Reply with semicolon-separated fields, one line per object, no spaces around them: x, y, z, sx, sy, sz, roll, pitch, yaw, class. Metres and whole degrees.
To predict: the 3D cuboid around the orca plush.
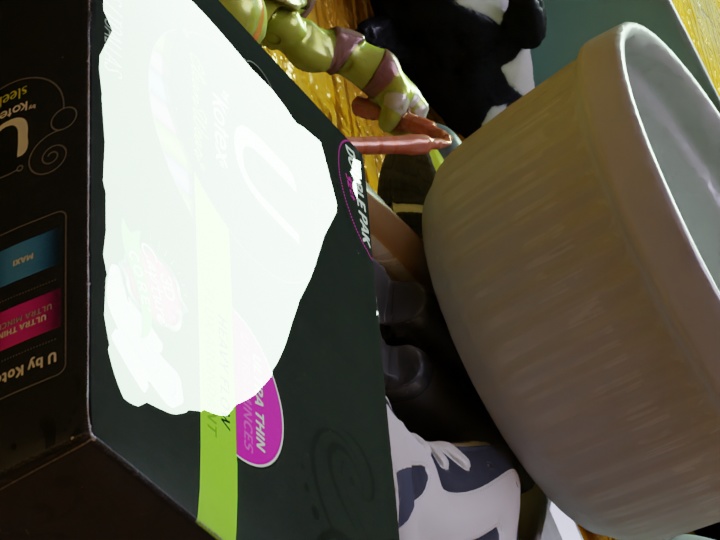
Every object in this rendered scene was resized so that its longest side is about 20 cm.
0.030;-0.133;1.137;0.071;0.105;0.200;-45;144;-28;orca plush

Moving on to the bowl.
0.104;-0.148;1.254;0.201;0.105;0.201;60;7;-13;bowl

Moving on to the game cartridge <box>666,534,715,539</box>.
0.194;0.190;1.090;0.133;0.041;0.200;63;-18;-17;game cartridge

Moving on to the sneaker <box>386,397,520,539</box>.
0.004;0.076;0.853;0.199;0.079;0.130;60;20;-17;sneaker

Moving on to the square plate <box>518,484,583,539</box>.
0.100;0.186;0.982;0.200;0.028;0.199;-63;131;-80;square plate

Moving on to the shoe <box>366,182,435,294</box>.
0.000;0.000;0.944;0.200;0.053;0.070;47;1;-43;shoe

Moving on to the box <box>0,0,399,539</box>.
-0.079;0.023;0.647;0.149;0.124;0.200;45;29;-43;box

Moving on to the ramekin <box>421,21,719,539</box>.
0.110;0.013;0.932;0.200;0.105;0.200;50;23;-30;ramekin

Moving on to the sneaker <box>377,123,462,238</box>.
0.080;0.010;1.062;0.081;0.074;0.200;-44;112;-23;sneaker

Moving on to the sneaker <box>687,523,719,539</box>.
0.195;0.152;1.215;0.070;0.090;0.200;-128;-144;-53;sneaker

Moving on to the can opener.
0.002;0.034;0.906;0.200;0.067;0.053;43;44;-50;can opener

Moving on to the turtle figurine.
-0.058;-0.108;0.859;0.200;0.065;0.161;20;14;-10;turtle figurine
